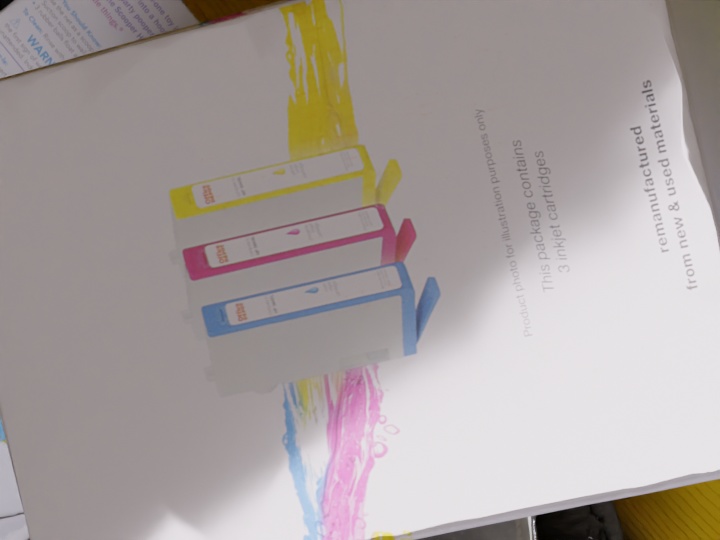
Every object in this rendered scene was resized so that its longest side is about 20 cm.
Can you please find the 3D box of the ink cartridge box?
[{"bbox_3d":[0.000,0.000,0.710,0.200,0.129,0.125,-14,89,18],"label":"ink cartridge box"}]

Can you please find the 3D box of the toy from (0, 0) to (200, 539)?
[{"bbox_3d":[-0.108,0.012,0.815,0.200,0.047,0.115,-39,94,0],"label":"toy"}]

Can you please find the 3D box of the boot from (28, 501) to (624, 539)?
[{"bbox_3d":[-0.017,0.105,0.862,0.200,0.073,0.182,-2,140,17],"label":"boot"}]
